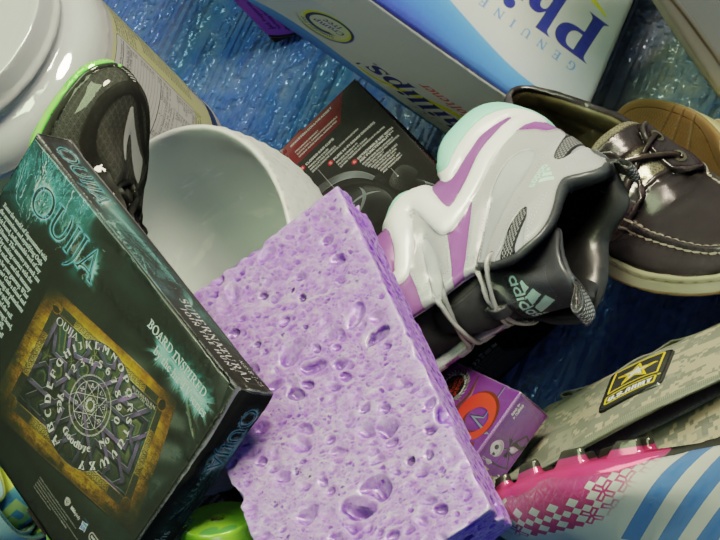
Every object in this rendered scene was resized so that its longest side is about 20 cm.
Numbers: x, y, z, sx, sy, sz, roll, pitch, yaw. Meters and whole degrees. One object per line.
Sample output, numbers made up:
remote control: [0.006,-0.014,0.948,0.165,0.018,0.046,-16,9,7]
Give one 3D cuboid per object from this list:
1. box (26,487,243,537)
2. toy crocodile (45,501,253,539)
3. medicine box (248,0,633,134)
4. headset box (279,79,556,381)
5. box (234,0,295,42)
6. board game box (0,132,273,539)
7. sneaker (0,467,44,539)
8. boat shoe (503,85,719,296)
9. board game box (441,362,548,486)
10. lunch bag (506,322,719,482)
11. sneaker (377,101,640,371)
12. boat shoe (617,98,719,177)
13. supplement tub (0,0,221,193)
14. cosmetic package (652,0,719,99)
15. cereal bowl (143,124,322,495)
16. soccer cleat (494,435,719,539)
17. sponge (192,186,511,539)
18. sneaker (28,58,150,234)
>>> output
box: [-0.087,0.167,1.335,0.100,0.075,0.200,-44,46,0]
toy crocodile: [-0.085,0.143,1.211,0.200,0.068,0.062,3,23,39]
medicine box: [0.063,-0.195,1.380,0.103,0.182,0.200,-11,51,59]
headset box: [0.000,0.000,1.381,0.149,0.077,0.200,-44,47,3]
box: [-0.039,-0.266,1.548,0.106,0.122,0.200,-18,54,23]
board game box: [-0.135,0.045,1.195,0.135,0.028,0.200,-55,53,20]
sneaker: [-0.244,0.173,1.429,0.130,0.080,0.200,-12,56,28]
boat shoe: [0.135,-0.045,1.258,0.072,0.065,0.200,-30,34,-21]
board game box: [-0.003,0.131,1.221,0.200,0.032,0.120,-54,37,-9]
lunch bag: [0.161,0.112,1.178,0.164,0.118,0.200,-29,46,23]
sneaker: [0.058,0.013,1.188,0.140,0.078,0.200,26,78,48]
boat shoe: [0.205,-0.033,1.289,0.200,0.063,0.073,37,110,45]
supplement tub: [-0.186,-0.092,1.479,0.145,0.200,0.145,-17,54,24]
cosmetic package: [0.179,-0.169,1.290,0.073,0.200,0.104,-35,48,9]
cereal bowl: [-0.076,0.027,1.308,0.200,0.083,0.201,-15,68,42]
soccer cleat: [0.138,0.112,1.069,0.200,0.070,0.087,-18,80,39]
sponge: [-0.015,0.067,1.147,0.111,0.030,0.200,-34,53,12]
sneaker: [-0.127,-0.008,1.267,0.084,0.077,0.201,5,92,41]
